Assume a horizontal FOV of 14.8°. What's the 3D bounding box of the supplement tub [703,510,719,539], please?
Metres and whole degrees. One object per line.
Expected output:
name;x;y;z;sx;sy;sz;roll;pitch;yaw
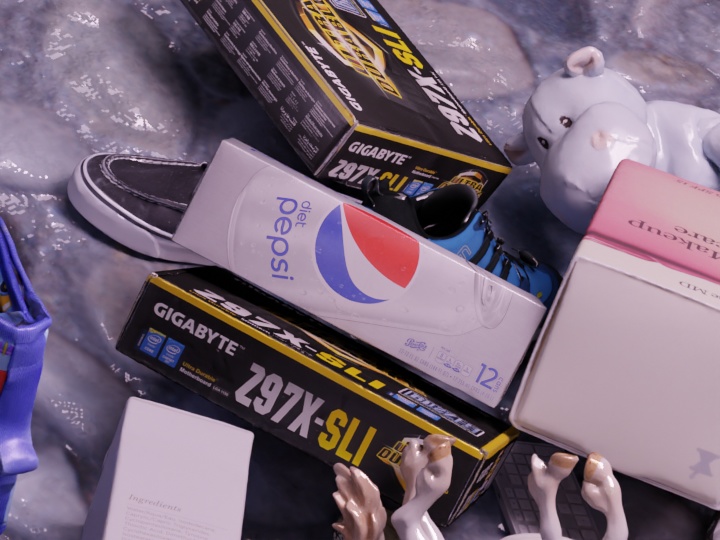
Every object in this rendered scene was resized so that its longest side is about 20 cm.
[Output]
supplement tub;0.268;0.130;1.564;0.122;0.123;0.200;26;39;5

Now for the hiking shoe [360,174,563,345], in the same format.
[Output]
hiking shoe;0.063;-0.005;1.620;0.074;0.087;0.200;35;20;35

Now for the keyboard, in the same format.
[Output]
keyboard;0.118;0.169;1.537;0.056;0.011;0.200;3;43;-23

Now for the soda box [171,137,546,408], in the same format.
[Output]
soda box;0.000;0.000;1.511;0.200;0.064;0.068;28;4;0

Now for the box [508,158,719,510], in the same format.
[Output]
box;0.173;0.030;1.558;0.128;0.109;0.200;22;21;5

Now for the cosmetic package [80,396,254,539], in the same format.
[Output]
cosmetic package;-0.104;0.169;1.359;0.074;0.102;0.200;16;40;-8

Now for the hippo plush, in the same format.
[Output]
hippo plush;0.189;-0.084;1.721;0.161;0.159;0.200;24;37;-26

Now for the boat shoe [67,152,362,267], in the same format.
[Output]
boat shoe;-0.072;-0.038;1.641;0.200;0.068;0.072;20;38;-3

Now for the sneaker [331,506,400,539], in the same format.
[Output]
sneaker;0.012;0.199;1.410;0.088;0.077;0.200;-10;44;-19

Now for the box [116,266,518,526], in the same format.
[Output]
box;-0.020;0.064;1.491;0.200;0.049;0.160;28;7;8

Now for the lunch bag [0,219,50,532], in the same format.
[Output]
lunch bag;-0.224;0.031;1.412;0.094;0.151;0.200;-14;50;-35

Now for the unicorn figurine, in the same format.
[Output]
unicorn figurine;0.078;0.155;1.351;0.200;0.138;0.074;5;0;37

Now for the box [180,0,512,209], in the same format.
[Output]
box;-0.014;-0.125;1.744;0.160;0.049;0.200;15;31;-50

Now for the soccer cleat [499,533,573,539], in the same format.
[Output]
soccer cleat;0.150;0.206;1.453;0.200;0.069;0.078;31;39;-2
